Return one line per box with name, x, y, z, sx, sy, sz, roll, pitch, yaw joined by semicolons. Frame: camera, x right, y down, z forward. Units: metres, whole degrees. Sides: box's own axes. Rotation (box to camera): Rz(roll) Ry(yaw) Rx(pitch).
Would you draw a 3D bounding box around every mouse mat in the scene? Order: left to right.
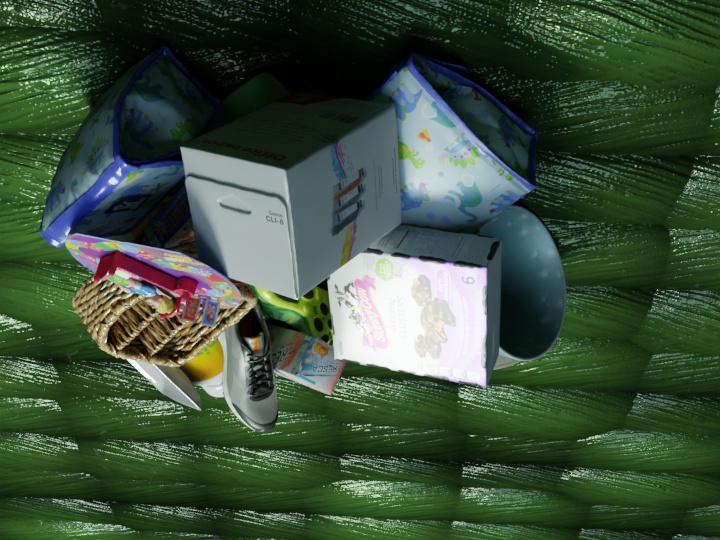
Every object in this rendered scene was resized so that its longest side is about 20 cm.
mouse mat;-0.107;-0.154;1.147;0.160;0.008;0.200;-27;129;31

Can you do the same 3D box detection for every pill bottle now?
pill bottle;-0.243;0.102;1.367;0.110;0.112;0.201;-10;137;16

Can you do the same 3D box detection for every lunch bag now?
lunch bag;-0.265;-0.128;1.023;0.127;0.201;0.169;43;127;-15
lunch bag;0.080;-0.140;1.054;0.199;0.128;0.170;32;132;-22

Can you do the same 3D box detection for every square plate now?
square plate;-0.330;0.123;1.370;0.201;0.028;0.197;51;159;-20

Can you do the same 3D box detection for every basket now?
basket;-0.256;0.044;1.158;0.199;0.142;0.150;-36;86;33

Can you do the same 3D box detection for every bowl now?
bowl;0.174;0.022;1.204;0.200;0.203;0.104;36;150;-31

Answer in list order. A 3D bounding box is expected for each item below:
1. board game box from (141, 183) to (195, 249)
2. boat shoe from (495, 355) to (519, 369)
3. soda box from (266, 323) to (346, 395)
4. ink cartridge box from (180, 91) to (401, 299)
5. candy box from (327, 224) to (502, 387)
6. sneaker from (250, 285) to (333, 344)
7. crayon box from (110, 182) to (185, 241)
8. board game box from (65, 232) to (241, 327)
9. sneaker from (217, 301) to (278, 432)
board game box;-0.151;-0.088;1.097;0.135;0.199;0.035;-37;81;38
boat shoe;0.161;0.116;1.404;0.197;0.074;0.063;-5;-179;3
soda box;-0.096;0.128;1.341;0.068;0.064;0.199;31;168;-24
ink cartridge box;-0.069;-0.088;0.972;0.144;0.199;0.146;16;123;32
candy box;0.063;0.037;1.078;0.197;0.072;0.170;8;124;20
sneaker;-0.098;0.046;1.338;0.083;0.075;0.200;9;155;42
crayon box;-0.270;-0.054;1.240;0.198;0.052;0.126;-18;134;25
board game box;-0.230;0.019;0.986;0.197;0.039;0.158;10;159;13
sneaker;-0.157;0.132;1.287;0.073;0.203;0.079;-15;-177;-31
